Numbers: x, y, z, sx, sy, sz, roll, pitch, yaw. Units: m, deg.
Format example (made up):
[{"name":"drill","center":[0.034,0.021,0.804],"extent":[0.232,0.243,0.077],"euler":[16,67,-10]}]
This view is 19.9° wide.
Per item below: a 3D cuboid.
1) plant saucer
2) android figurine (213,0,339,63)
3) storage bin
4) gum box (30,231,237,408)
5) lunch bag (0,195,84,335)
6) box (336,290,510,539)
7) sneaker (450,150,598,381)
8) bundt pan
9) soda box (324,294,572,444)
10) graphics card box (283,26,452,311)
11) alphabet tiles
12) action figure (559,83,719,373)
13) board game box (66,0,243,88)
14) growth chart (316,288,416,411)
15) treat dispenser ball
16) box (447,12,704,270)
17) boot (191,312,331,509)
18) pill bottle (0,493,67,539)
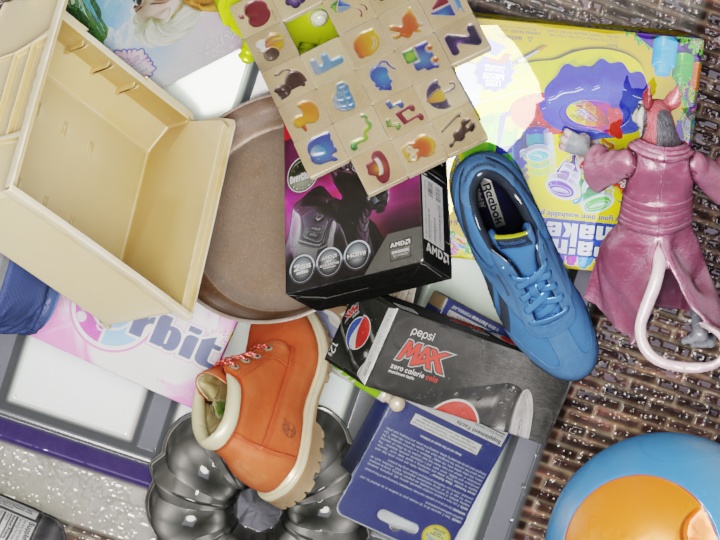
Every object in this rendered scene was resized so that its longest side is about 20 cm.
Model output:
[{"name":"plant saucer","center":[-0.062,-0.047,1.647],"extent":[0.200,0.034,0.201],"euler":[-6,69,17]},{"name":"android figurine","center":[-0.046,-0.249,1.613],"extent":[0.182,0.041,0.200],"euler":[6,122,-23]},{"name":"storage bin","center":[-0.206,-0.087,1.576],"extent":[0.094,0.199,0.200],"euler":[-13,144,37]},{"name":"gum box","center":[-0.200,0.020,1.706],"extent":[0.200,0.066,0.114],"euler":[24,99,-2]},{"name":"lunch bag","center":[-0.339,-0.038,1.635],"extent":[0.200,0.132,0.136],"euler":[22,97,34]},{"name":"box","center":[0.066,0.130,1.706],"extent":[0.121,0.032,0.200],"euler":[28,91,-27]},{"name":"sneaker","center":[0.126,0.002,1.575],"extent":[0.066,0.078,0.200],"euler":[-26,100,4]},{"name":"bundt pan","center":[-0.087,0.203,1.728],"extent":[0.201,0.076,0.202],"euler":[0,99,2]},{"name":"soda box","center":[0.074,0.076,1.626],"extent":[0.200,0.063,0.071],"euler":[20,96,-36]},{"name":"graphics card box","center":[0.003,-0.078,1.577],"extent":[0.125,0.051,0.201],"euler":[-13,67,28]},{"name":"alphabet tiles","center":[0.012,-0.158,1.557],"extent":[0.167,0.008,0.200],"euler":[-26,67,0]},{"name":"action figure","center":[0.215,-0.041,1.536],"extent":[0.134,0.149,0.201],"euler":[0,113,7]},{"name":"board game box","center":[-0.155,-0.250,1.629],"extent":[0.200,0.041,0.200],"euler":[-27,130,5]},{"name":"growth chart","center":[0.000,0.000,1.681],"extent":[0.018,0.145,0.201],"euler":[-4,108,-44]},{"name":"treat dispenser ball","center":[0.250,0.232,1.663],"extent":[0.200,0.201,0.201],"euler":[0,98,1]},{"name":"box","center":[0.161,-0.105,1.656],"extent":[0.199,0.122,0.193],"euler":[5,99,0]},{"name":"boot","center":[-0.083,0.084,1.648],"extent":[0.107,0.200,0.075],"euler":[34,127,-29]},{"name":"pill bottle","center":[-0.321,0.238,1.721],"extent":[0.200,0.106,0.106],"euler":[24,98,-3]}]
